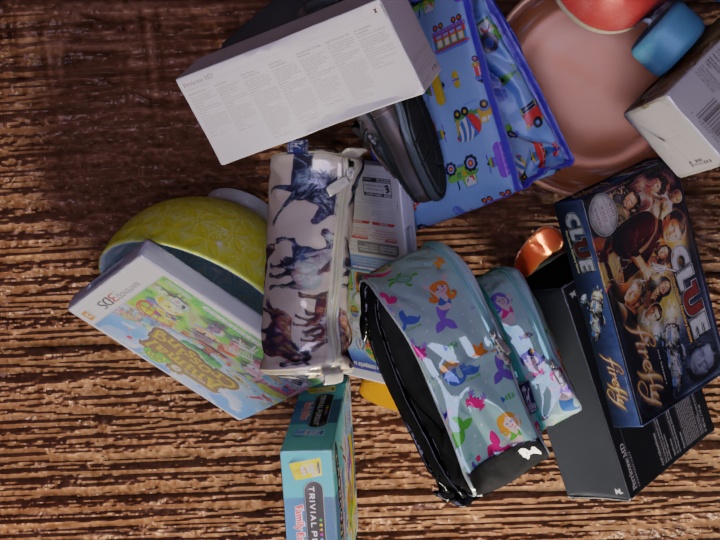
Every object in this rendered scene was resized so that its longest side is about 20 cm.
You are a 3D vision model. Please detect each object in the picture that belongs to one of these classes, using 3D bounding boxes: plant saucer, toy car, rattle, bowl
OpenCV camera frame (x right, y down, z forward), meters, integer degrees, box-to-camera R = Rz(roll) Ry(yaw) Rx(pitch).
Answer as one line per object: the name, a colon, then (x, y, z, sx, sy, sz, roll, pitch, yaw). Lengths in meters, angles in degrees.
plant saucer: (0.207, -0.165, 1.534, 0.198, 0.037, 0.202, 1, 104, 5)
toy car: (0.246, -0.288, 1.395, 0.184, 0.200, 0.177, 43, 76, -2)
rattle: (0.102, 0.047, 1.600, 0.130, 0.143, 0.201, 19, 86, -28)
bowl: (-0.124, -0.008, 1.550, 0.199, 0.200, 0.108, 26, 62, -3)

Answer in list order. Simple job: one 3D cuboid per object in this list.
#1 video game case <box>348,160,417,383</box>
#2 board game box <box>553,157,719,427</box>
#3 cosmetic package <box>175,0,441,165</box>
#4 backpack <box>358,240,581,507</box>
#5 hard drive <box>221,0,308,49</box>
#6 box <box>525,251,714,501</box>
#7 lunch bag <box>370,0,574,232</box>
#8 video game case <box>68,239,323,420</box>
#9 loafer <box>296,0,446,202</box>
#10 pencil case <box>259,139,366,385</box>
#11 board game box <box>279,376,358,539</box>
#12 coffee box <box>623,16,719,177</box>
video game case: (0.000, 0.000, 1.554, 0.143, 0.018, 0.202, 10, 110, 47)
board game box: (0.244, 0.016, 1.490, 0.034, 0.135, 0.201, -6, 105, 48)
cosmetic package: (-0.042, -0.156, 1.370, 0.199, 0.051, 0.083, -16, 114, 31)
backpack: (0.082, 0.072, 1.427, 0.150, 0.178, 0.201, -32, 91, -6)
hard drive: (-0.035, -0.229, 1.481, 0.200, 0.140, 0.033, -38, 110, 12)
box: (0.222, 0.083, 1.537, 0.079, 0.141, 0.201, -7, 107, 45)
lunch bag: (0.070, -0.151, 1.500, 0.150, 0.094, 0.201, -20, 95, 42)
video game case: (-0.146, 0.059, 1.544, 0.199, 0.182, 0.022, 34, 61, -16)
loafer: (0.011, -0.143, 1.425, 0.062, 0.072, 0.201, -14, 114, 21)
pencil case: (-0.039, -0.005, 1.429, 0.077, 0.089, 0.202, 7, 81, -30)
board game box: (-0.034, 0.198, 1.559, 0.047, 0.200, 0.152, -2, 105, 4)
coffee box: (0.329, -0.178, 1.450, 0.200, 0.114, 0.080, -44, 95, -9)
